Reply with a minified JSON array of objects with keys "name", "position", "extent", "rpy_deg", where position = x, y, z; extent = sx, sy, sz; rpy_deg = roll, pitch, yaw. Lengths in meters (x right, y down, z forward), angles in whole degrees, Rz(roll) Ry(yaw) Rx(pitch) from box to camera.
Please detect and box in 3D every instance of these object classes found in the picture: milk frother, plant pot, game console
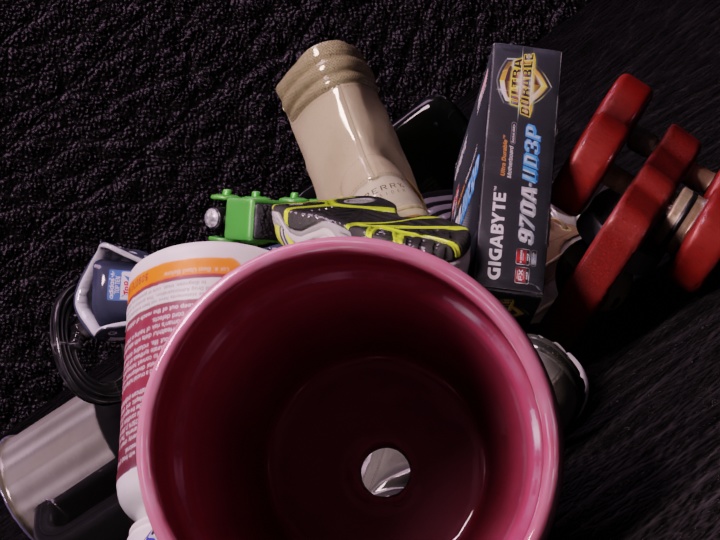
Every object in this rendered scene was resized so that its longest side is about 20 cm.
[{"name":"milk frother","position":[-0.227,0.120,2.053],"extent":[0.188,0.200,0.181],"rpy_deg":[-33,11,19]},{"name":"plant pot","position":[0.001,0.093,1.238],"extent":[0.200,0.200,0.179],"rpy_deg":[-35,-9,0]},{"name":"game console","position":[0.037,-0.029,1.928],"extent":[0.200,0.176,0.116],"rpy_deg":[-37,14,14]}]

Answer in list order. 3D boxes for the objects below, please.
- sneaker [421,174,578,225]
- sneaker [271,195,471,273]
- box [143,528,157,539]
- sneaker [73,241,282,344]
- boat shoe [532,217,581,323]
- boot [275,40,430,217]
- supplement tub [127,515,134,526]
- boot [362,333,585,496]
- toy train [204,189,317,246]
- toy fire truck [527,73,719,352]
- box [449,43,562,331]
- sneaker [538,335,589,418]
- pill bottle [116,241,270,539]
[{"name":"sneaker","position":[0.110,-0.003,1.827],"extent":[0.199,0.116,0.076],"rpy_deg":[-5,27,-31]},{"name":"sneaker","position":[0.000,0.000,1.520],"extent":[0.075,0.077,0.200],"rpy_deg":[-8,15,-23]},{"name":"box","position":[-0.107,0.199,1.316],"extent":[0.064,0.070,0.200],"rpy_deg":[-26,22,50]},{"name":"sneaker","position":[-0.103,0.014,1.639],"extent":[0.108,0.071,0.199],"rpy_deg":[15,-19,-42]},{"name":"boat shoe","position":[0.126,-0.003,1.741],"extent":[0.200,0.067,0.074],"rpy_deg":[-38,8,-22]},{"name":"boot","position":[-0.003,-0.056,1.695],"extent":[0.072,0.156,0.200],"rpy_deg":[-21,-17,-6]},{"name":"supplement tub","position":[-0.060,0.115,1.664],"extent":[0.107,0.107,0.200],"rpy_deg":[-27,9,47]},{"name":"boot","position":[0.035,0.123,1.390],"extent":[0.200,0.068,0.131],"rpy_deg":[-36,11,41]},{"name":"toy train","position":[-0.029,-0.033,1.777],"extent":[0.056,0.042,0.199],"rpy_deg":[4,2,40]},{"name":"toy fire truck","position":[0.162,-0.015,1.582],"extent":[0.168,0.112,0.200],"rpy_deg":[-60,-4,26]},{"name":"box","position":[0.085,-0.027,1.569],"extent":[0.046,0.160,0.200],"rpy_deg":[7,-20,-3]},{"name":"sneaker","position":[0.058,0.081,1.494],"extent":[0.199,0.082,0.075],"rpy_deg":[2,19,46]},{"name":"pill bottle","position":[-0.089,0.095,1.517],"extent":[0.114,0.114,0.201],"rpy_deg":[-27,54,48]}]
